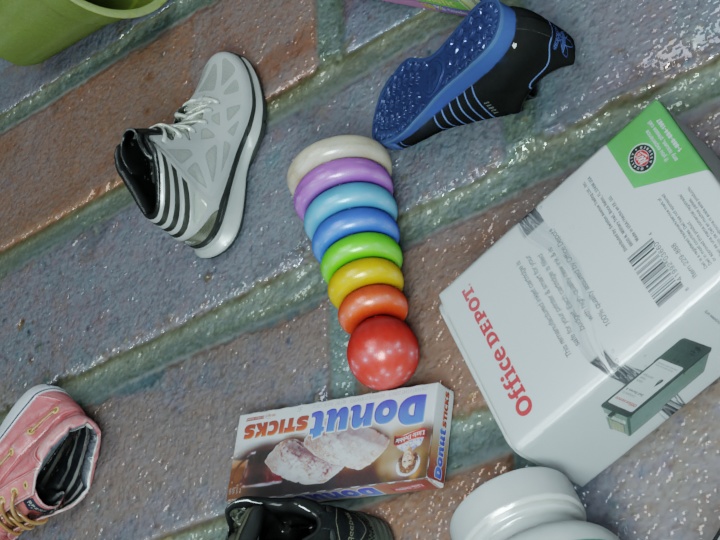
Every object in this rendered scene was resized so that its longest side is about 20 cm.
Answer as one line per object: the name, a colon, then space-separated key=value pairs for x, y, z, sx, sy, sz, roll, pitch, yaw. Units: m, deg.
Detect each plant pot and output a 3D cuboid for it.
plant pot: x=-0.315 y=-0.305 z=1.568 sx=0.189 sy=0.198 sz=0.202 roll=-30 pitch=48 yaw=45

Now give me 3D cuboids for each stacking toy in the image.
stacking toy: x=0.000 y=0.000 z=1.162 sx=0.085 sy=0.085 sz=0.202 roll=-30 pitch=55 yaw=27

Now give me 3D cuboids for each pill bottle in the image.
pill bottle: x=0.122 y=0.219 z=0.891 sx=0.113 sy=0.112 sz=0.201 roll=-40 pitch=45 yaw=19

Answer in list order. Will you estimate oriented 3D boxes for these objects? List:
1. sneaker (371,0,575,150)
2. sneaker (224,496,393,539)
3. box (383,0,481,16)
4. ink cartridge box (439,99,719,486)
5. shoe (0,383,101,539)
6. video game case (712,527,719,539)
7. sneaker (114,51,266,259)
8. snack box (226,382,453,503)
sneaker: x=0.082 y=-0.137 z=1.169 sx=0.200 sy=0.077 sz=0.071 roll=-31 pitch=48 yaw=56
sneaker: x=-0.083 y=0.216 z=1.088 sx=0.198 sy=0.114 sz=0.077 roll=-31 pitch=47 yaw=30
box: x=0.059 y=-0.328 z=1.271 sx=0.175 sy=0.096 sz=0.202 roll=20 pitch=81 yaw=47
ink cartridge box: x=0.165 y=0.016 z=0.985 sx=0.200 sy=0.084 sz=0.147 roll=-42 pitch=45 yaw=18
shoe: x=-0.301 y=0.199 z=1.330 sx=0.091 sy=0.071 sz=0.201 roll=25 pitch=81 yaw=53
video game case: x=0.231 y=0.214 z=0.766 sx=0.179 sy=0.026 sz=0.200 roll=17 pitch=51 yaw=35
sneaker: x=-0.148 y=-0.122 z=1.336 sx=0.075 sy=0.115 sz=0.203 roll=-17 pitch=56 yaw=36
snack box: x=-0.018 y=0.132 z=1.136 sx=0.198 sy=0.024 sz=0.073 roll=-13 pitch=58 yaw=39
